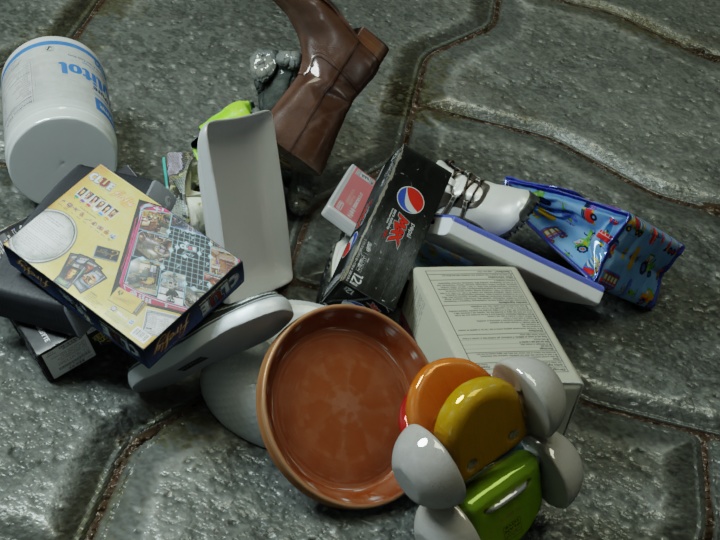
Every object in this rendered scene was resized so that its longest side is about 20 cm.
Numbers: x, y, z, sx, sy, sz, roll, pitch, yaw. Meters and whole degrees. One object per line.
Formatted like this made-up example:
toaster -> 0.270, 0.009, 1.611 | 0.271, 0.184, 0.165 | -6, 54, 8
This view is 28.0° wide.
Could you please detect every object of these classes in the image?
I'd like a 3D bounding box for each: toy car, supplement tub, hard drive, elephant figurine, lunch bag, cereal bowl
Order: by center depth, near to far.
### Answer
toy car -> 0.101, 0.170, 1.354 | 0.175, 0.200, 0.150 | -32, 34, -21
hard drive -> -0.291, -0.028, 1.484 | 0.135, 0.042, 0.200 | 13, 52, 23
cereal bowl -> -0.062, 0.094, 1.488 | 0.200, 0.083, 0.200 | 9, 34, -6
hard drive -> 0.165, -0.013, 1.649 | 0.200, 0.025, 0.132 | 24, -5, -18
supplement tub -> -0.364, -0.182, 1.734 | 0.132, 0.132, 0.200 | 0, 37, -18
lunch bag -> 0.266, -0.047, 1.758 | 0.200, 0.094, 0.150 | 32, 7, 40
elephant figurine -> -0.094, -0.177, 1.837 | 0.141, 0.201, 0.155 | 9, 5, 21

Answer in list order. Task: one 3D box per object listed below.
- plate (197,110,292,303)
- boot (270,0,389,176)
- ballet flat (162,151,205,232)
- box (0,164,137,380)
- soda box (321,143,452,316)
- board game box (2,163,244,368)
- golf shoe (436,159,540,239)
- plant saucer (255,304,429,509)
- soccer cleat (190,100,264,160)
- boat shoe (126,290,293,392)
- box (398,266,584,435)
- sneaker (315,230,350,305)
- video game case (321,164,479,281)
plate -> -0.129, -0.068, 1.570 | 0.032, 0.201, 0.200 | -4, 9, 18
boot -> -0.084, -0.231, 1.734 | 0.186, 0.200, 0.064 | 33, -8, -11
ballet flat -> -0.202, -0.080, 1.692 | 0.072, 0.072, 0.201 | 7, 34, -9
box -> -0.285, -0.004, 1.522 | 0.198, 0.050, 0.200 | -30, 48, -17
soda box -> 0.030, -0.037, 1.584 | 0.071, 0.063, 0.200 | 31, 58, -10
board game box -> -0.230, -0.008, 1.406 | 0.200, 0.035, 0.135 | 34, 62, 25
golf shoe -> 0.122, -0.085, 1.723 | 0.200, 0.095, 0.078 | 1, 52, 49
plant saucer -> -0.012, 0.133, 1.407 | 0.200, 0.032, 0.201 | 9, 71, -29
soccer cleat -> -0.162, -0.145, 1.722 | 0.081, 0.200, 0.068 | -24, 77, -12
boat shoe -> -0.156, 0.059, 1.424 | 0.069, 0.200, 0.057 | 18, 51, -57
box -> 0.130, 0.096, 1.523 | 0.128, 0.109, 0.200 | 0, 37, -19
sneaker -> 0.000, 0.000, 1.651 | 0.079, 0.074, 0.200 | 22, 35, 3
video game case -> 0.052, -0.037, 1.683 | 0.200, 0.017, 0.143 | 37, 26, -5
